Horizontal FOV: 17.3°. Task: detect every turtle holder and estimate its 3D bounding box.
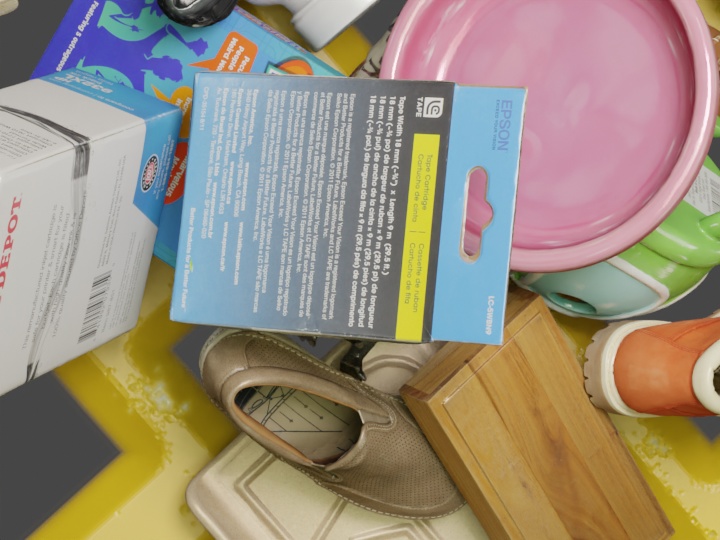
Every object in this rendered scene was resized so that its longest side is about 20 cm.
[{"bbox_3d":[0.138,-0.042,1.436,0.132,0.185,0.142,-44,55,33],"label":"turtle holder"}]

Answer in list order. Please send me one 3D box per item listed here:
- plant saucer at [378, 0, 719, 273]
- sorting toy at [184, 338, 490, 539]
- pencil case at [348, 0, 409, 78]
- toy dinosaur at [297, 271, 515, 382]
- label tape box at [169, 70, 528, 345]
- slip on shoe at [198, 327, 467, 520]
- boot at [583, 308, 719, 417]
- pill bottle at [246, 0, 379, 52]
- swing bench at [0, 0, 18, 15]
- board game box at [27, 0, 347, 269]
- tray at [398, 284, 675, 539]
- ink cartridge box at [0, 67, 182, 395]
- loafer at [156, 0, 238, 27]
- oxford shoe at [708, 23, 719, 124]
[{"bbox_3d":[0.109,-0.098,1.352,0.199,0.051,0.202,-2,84,20],"label":"plant saucer"},{"bbox_3d":[0.017,0.141,1.487,0.200,0.036,0.185,-42,94,-10],"label":"sorting toy"},{"bbox_3d":[0.056,-0.146,1.463,0.078,0.089,0.200,37,86,12],"label":"pencil case"},{"bbox_3d":[0.000,0.000,1.462,0.199,0.077,0.102,28,62,34],"label":"toy dinosaur"},{"bbox_3d":[0.000,-0.033,1.326,0.198,0.063,0.146,5,86,20],"label":"label tape box"},{"bbox_3d":[-0.008,0.099,1.408,0.200,0.061,0.076,36,102,-26],"label":"slip on shoe"},{"bbox_3d":[0.244,0.059,1.447,0.199,0.107,0.076,-8,94,-38],"label":"boot"},{"bbox_3d":[-0.058,-0.237,1.440,0.112,0.112,0.200,-40,94,-5],"label":"pill bottle"},{"bbox_3d":[-0.227,-0.266,1.361,0.199,0.129,0.200,-35,52,22],"label":"swing bench"},{"bbox_3d":[-0.102,-0.087,1.424,0.199,0.045,0.153,32,99,13],"label":"board game box"},{"bbox_3d":[0.111,0.118,1.443,0.099,0.037,0.201,-42,120,-18],"label":"tray"},{"bbox_3d":[-0.194,-0.020,1.325,0.083,0.200,0.146,23,112,18],"label":"ink cartridge box"},{"bbox_3d":[-0.066,-0.235,1.349,0.068,0.070,0.202,20,97,-1],"label":"loafer"},{"bbox_3d":[0.225,-0.121,1.492,0.199,0.071,0.072,23,89,-4],"label":"oxford shoe"}]
